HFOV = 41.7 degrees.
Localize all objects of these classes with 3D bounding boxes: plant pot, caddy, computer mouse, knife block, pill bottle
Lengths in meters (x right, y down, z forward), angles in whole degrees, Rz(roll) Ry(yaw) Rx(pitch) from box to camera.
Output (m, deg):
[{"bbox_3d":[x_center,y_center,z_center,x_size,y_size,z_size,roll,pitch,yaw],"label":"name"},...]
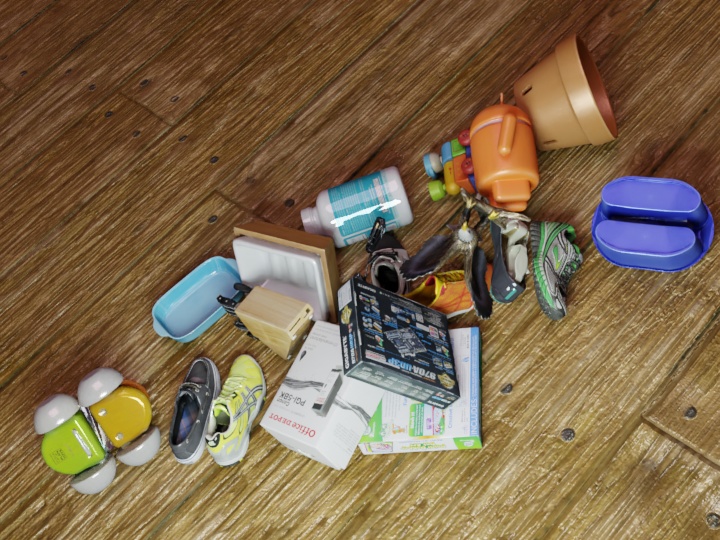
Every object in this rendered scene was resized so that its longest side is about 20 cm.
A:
[{"bbox_3d":[0.370,-0.311,1.733,0.138,0.200,0.202,-20,47,25],"label":"plant pot"},{"bbox_3d":[0.478,-0.075,1.559,0.197,0.105,0.144,8,80,25],"label":"caddy"},{"bbox_3d":[0.000,0.000,1.637,0.034,0.203,0.059,12,16,-17],"label":"computer mouse"},{"bbox_3d":[-0.172,0.068,1.638,0.175,0.200,0.064,37,69,6],"label":"knife block"},{"bbox_3d":[-0.008,-0.111,1.754,0.197,0.111,0.112,-18,49,4],"label":"pill bottle"}]

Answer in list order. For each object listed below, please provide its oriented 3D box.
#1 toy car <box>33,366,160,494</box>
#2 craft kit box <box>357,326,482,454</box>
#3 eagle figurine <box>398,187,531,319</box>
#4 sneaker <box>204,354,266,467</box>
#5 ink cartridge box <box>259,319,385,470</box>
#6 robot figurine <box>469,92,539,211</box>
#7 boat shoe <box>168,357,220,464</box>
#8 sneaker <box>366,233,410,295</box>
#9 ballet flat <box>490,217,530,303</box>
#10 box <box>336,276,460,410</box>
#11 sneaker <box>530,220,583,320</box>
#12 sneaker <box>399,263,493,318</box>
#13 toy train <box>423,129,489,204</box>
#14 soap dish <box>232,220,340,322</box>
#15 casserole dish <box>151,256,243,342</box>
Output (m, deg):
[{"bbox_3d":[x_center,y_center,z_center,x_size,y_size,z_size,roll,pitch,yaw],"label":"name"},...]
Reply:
[{"bbox_3d":[-0.446,0.262,1.611,0.198,0.177,0.150,-32,15,-6],"label":"toy car"},{"bbox_3d":[0.099,0.193,1.525,0.194,0.049,0.202,-4,52,14],"label":"craft kit box"},{"bbox_3d":[0.166,-0.030,1.555,0.150,0.151,0.202,9,68,44],"label":"eagle figurine"},{"bbox_3d":[-0.210,0.224,1.589,0.074,0.077,0.202,-6,51,17],"label":"sneaker"},{"bbox_3d":[-0.049,0.196,1.512,0.145,0.083,0.202,10,64,44],"label":"ink cartridge box"},{"bbox_3d":[0.252,-0.205,1.660,0.115,0.143,0.203,-20,63,33],"label":"robot figurine"},{"bbox_3d":[-0.292,0.228,1.621,0.069,0.067,0.202,-3,53,17],"label":"boat shoe"},{"bbox_3d":[0.051,-0.004,1.667,0.073,0.089,0.202,-18,48,7],"label":"sneaker"},{"bbox_3d":[0.262,-0.038,1.625,0.072,0.073,0.203,-4,55,17],"label":"ballet flat"},{"bbox_3d":[0.059,0.113,1.455,0.046,0.198,0.161,-42,39,36],"label":"box"},{"bbox_3d":[0.329,-0.008,1.574,0.084,0.078,0.202,-6,51,14],"label":"sneaker"},{"bbox_3d":[0.152,0.034,1.596,0.198,0.078,0.073,-29,43,-25],"label":"sneaker"},{"bbox_3d":[0.177,-0.158,1.750,0.114,0.085,0.202,-18,50,21],"label":"toy train"},{"bbox_3d":[-0.126,-0.002,1.692,0.198,0.159,0.081,15,42,29],"label":"soap dish"},{"bbox_3d":[-0.299,0.059,1.775,0.199,0.039,0.121,-41,51,-14],"label":"casserole dish"}]
